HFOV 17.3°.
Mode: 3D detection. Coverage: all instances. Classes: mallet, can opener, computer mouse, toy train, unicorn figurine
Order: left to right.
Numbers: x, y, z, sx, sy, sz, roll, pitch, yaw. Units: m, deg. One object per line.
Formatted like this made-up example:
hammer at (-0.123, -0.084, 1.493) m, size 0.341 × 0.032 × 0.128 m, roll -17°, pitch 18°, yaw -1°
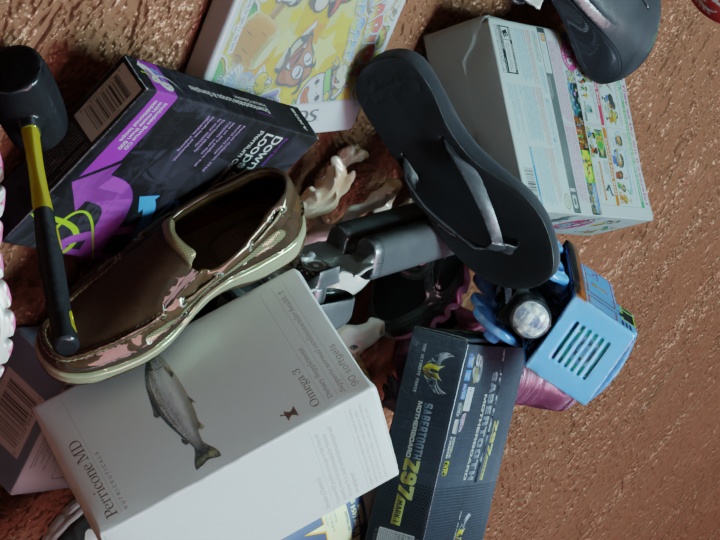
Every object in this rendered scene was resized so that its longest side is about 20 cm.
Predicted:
mallet at (-0.183, -0.034, 1.383) m, size 0.041 × 0.201 × 0.066 m, roll -15°, pitch 154°, yaw 1°
unicorn figurine at (-0.011, -0.009, 1.771) m, size 0.137 × 0.074 × 0.200 m, roll -50°, pitch 135°, yaw -2°
can opener at (0.000, 0.000, 1.682) m, size 0.200 × 0.053 × 0.067 m, roll -16°, pitch 124°, yaw -46°
toy train at (0.149, 0.028, 1.824) m, size 0.087 × 0.114 × 0.200 m, roll -54°, pitch -174°, yaw 12°
computer mouse at (0.178, -0.208, 1.742) m, size 0.200 × 0.053 × 0.139 m, roll 50°, pitch 54°, yaw -50°

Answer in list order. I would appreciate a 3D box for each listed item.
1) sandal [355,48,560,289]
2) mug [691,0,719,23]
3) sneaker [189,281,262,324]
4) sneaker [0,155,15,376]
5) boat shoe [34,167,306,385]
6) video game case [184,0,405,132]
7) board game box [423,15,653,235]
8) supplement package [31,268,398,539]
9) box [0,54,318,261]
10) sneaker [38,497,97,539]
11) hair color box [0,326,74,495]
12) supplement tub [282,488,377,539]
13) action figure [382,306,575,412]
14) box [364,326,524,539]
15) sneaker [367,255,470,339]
sandal at (0.062, -0.062, 1.658) m, size 0.076 × 0.200 × 0.043 m, roll -32°, pitch -167°, yaw 34°
mug at (0.310, -0.296, 1.834) m, size 0.178 × 0.133 × 0.200 m, roll -45°, pitch 153°, yaw -9°
sneaker at (-0.100, 0.043, 1.623) m, size 0.076 × 0.088 × 0.200 m, roll -33°, pitch 177°, yaw 38°
sneaker at (-0.262, 0.003, 1.418) m, size 0.087 × 0.074 × 0.200 m, roll -28°, pitch 138°, yaw -36°
boat shoe at (-0.125, -0.006, 1.522) m, size 0.202 × 0.075 × 0.075 m, roll -36°, pitch 156°, yaw -21°
video game case at (-0.033, -0.178, 1.588) m, size 0.182 × 0.023 × 0.200 m, roll -10°, pitch 131°, yaw -50°
board game box at (0.137, -0.105, 1.781) m, size 0.064 × 0.148 × 0.200 m, roll -16°, pitch 170°, yaw 34°
supplement package at (-0.093, 0.113, 1.560) m, size 0.200 × 0.117 × 0.117 m, roll -29°, pitch 146°, yaw -9°
box at (-0.132, -0.063, 1.529) m, size 0.143 × 0.036 × 0.200 m, roll -45°, pitch 155°, yaw 20°
sneaker at (-0.142, 0.177, 1.655) m, size 0.200 × 0.080 × 0.074 m, roll -36°, pitch 152°, yaw -18°
hair color box at (-0.172, 0.092, 1.653) m, size 0.200 × 0.061 × 0.099 m, roll -2°, pitch 125°, yaw -53°
supplement tub at (-0.099, 0.199, 1.788) m, size 0.200 × 0.145 × 0.145 m, roll -28°, pitch 143°, yaw -36°
action figure at (0.128, 0.087, 1.965) m, size 0.199 × 0.149 × 0.134 m, roll 8°, pitch 157°, yaw -25°
box at (0.066, 0.145, 1.829) m, size 0.158 × 0.051 × 0.201 m, roll 9°, pitch 95°, yaw -70°
sneaker at (0.060, -0.042, 1.829) m, size 0.200 × 0.079 × 0.095 m, roll -57°, pitch 145°, yaw -5°
